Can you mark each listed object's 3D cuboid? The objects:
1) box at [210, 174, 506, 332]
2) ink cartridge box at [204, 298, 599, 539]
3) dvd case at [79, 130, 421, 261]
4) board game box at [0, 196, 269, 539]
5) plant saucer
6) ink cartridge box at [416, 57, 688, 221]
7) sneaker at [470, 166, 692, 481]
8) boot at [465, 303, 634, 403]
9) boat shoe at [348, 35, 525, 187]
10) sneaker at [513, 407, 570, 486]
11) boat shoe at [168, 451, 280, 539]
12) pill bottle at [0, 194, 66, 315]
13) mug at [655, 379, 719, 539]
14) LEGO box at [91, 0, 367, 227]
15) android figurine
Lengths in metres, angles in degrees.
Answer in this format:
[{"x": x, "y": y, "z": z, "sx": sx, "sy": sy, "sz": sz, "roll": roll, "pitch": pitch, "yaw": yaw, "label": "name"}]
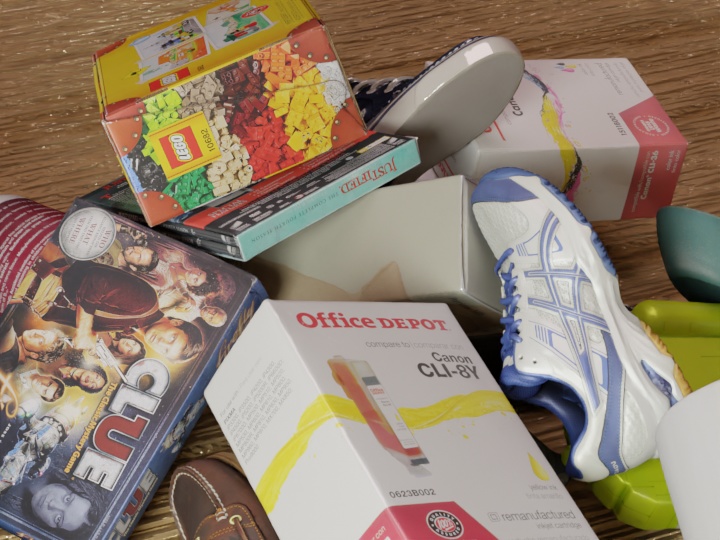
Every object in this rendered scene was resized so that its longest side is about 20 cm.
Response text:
[{"x": 0.000, "y": 0.000, "z": 1.362, "sx": 0.200, "sy": 0.078, "sz": 0.095, "roll": -9, "pitch": -19, "yaw": 31, "label": "box"}, {"x": 0.023, "y": 0.113, "z": 1.175, "sx": 0.145, "sy": 0.083, "sz": 0.200, "roll": 3, "pitch": 43, "yaw": -41, "label": "ink cartridge box"}, {"x": -0.075, "y": -0.058, "z": 1.374, "sx": 0.146, "sy": 0.022, "sz": 0.200, "roll": -30, "pitch": 26, "yaw": -29, "label": "dvd case"}, {"x": -0.162, "y": 0.067, "z": 1.274, "sx": 0.135, "sy": 0.035, "sz": 0.200, "roll": 23, "pitch": 71, "yaw": 19, "label": "board game box"}, {"x": 0.270, "y": 0.025, "z": 1.372, "sx": 0.200, "sy": 0.200, "sz": 0.036, "roll": 27, "pitch": 83, "yaw": 36, "label": "plant saucer"}, {"x": 0.112, "y": -0.091, "z": 1.491, "sx": 0.200, "sy": 0.068, "sz": 0.117, "roll": -4, "pitch": 38, "yaw": -19, "label": "ink cartridge box"}, {"x": 0.110, "y": 0.029, "z": 1.242, "sx": 0.088, "sy": 0.075, "sz": 0.200, "roll": -28, "pitch": 69, "yaw": -14, "label": "sneaker"}, {"x": 0.142, "y": 0.026, "z": 1.433, "sx": 0.200, "sy": 0.073, "sz": 0.151, "roll": -5, "pitch": 31, "yaw": 2, "label": "boot"}, {"x": 0.017, "y": -0.109, "z": 1.430, "sx": 0.075, "sy": 0.200, "sz": 0.093, "roll": 21, "pitch": 34, "yaw": -50, "label": "boat shoe"}, {"x": 0.049, "y": 0.101, "z": 1.322, "sx": 0.081, "sy": 0.074, "sz": 0.200, "roll": 0, "pitch": 25, "yaw": -39, "label": "sneaker"}, {"x": -0.064, "y": 0.170, "z": 1.187, "sx": 0.070, "sy": 0.070, "sz": 0.200, "roll": -13, "pitch": 34, "yaw": -28, "label": "boat shoe"}, {"x": -0.213, "y": 0.013, "z": 1.406, "sx": 0.200, "sy": 0.110, "sz": 0.110, "roll": 21, "pitch": 37, "yaw": 29, "label": "pill bottle"}, {"x": 0.251, "y": 0.140, "z": 1.136, "sx": 0.149, "sy": 0.187, "sz": 0.153, "roll": 13, "pitch": 57, "yaw": -27, "label": "mug"}, {"x": -0.090, "y": -0.116, "z": 1.378, "sx": 0.149, "sy": 0.077, "sz": 0.200, "roll": -23, "pitch": 19, "yaw": -1, "label": "LEGO box"}, {"x": 0.209, "y": 0.095, "z": 1.295, "sx": 0.200, "sy": 0.041, "sz": 0.182, "roll": 3, "pitch": 51, "yaw": -16, "label": "android figurine"}]
